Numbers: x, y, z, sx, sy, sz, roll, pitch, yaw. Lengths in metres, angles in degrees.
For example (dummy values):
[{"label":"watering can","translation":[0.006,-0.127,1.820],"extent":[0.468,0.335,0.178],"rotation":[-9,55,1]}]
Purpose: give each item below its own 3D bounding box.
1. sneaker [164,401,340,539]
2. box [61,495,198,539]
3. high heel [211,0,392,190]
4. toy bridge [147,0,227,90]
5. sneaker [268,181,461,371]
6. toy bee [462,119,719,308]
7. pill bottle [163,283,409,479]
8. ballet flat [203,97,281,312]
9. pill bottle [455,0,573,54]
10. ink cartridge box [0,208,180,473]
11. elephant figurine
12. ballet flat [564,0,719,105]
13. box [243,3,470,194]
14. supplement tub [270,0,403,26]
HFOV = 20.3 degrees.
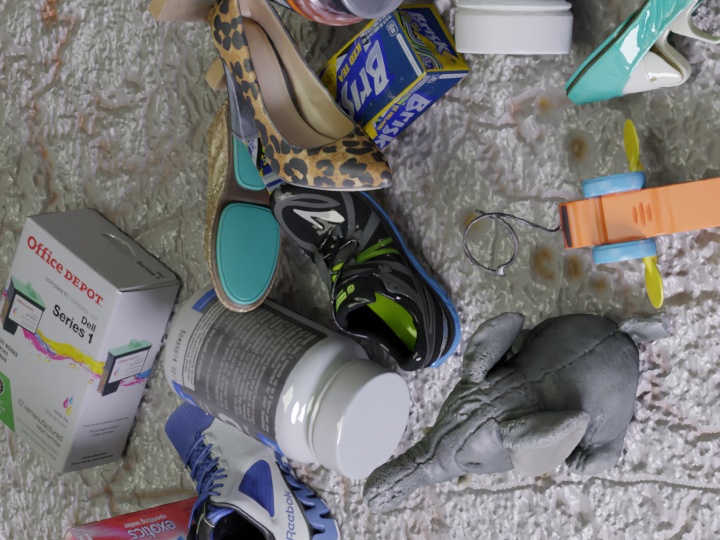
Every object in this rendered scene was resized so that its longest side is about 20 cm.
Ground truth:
[{"label":"sneaker","translation":[-0.115,0.191,1.761],"extent":[0.199,0.115,0.081],"rotation":[46,121,26]},{"label":"box","translation":[-0.178,0.276,1.769],"extent":[0.103,0.199,0.095],"rotation":[45,119,25]},{"label":"high heel","translation":[-0.048,-0.146,1.587],"extent":[0.199,0.071,0.144],"rotation":[28,133,42]},{"label":"toy bridge","translation":[-0.156,-0.233,1.772],"extent":[0.200,0.067,0.027],"rotation":[50,123,26]},{"label":"sneaker","translation":[0.000,0.001,1.638],"extent":[0.200,0.083,0.071],"rotation":[48,123,7]},{"label":"toy bee","translation":[0.189,-0.047,1.501],"extent":[0.198,0.109,0.132],"rotation":[13,96,13]},{"label":"pill bottle","translation":[-0.062,0.094,1.705],"extent":[0.199,0.113,0.115],"rotation":[25,111,35]},{"label":"ballet flat","translation":[-0.105,-0.054,1.737],"extent":[0.065,0.070,0.202],"rotation":[-29,51,56]},{"label":"pill bottle","translation":[0.117,-0.265,1.511],"extent":[0.114,0.114,0.202],"rotation":[7,100,39]},{"label":"ink cartridge box","translation":[-0.269,0.064,1.894],"extent":[0.144,0.084,0.202],"rotation":[35,116,31]},{"label":"elephant figurine","translation":[0.115,0.104,1.502],"extent":[0.141,0.199,0.157],"rotation":[13,104,38]},{"label":"ballet flat","translation":[0.225,-0.177,1.466],"extent":[0.070,0.067,0.201],"rotation":[44,124,11]},{"label":"box","translation":[-0.005,-0.135,1.661],"extent":[0.200,0.064,0.070],"rotation":[-40,71,36]},{"label":"supplement tub","translation":[-0.037,-0.258,1.613],"extent":[0.200,0.106,0.108],"rotation":[33,117,52]}]
